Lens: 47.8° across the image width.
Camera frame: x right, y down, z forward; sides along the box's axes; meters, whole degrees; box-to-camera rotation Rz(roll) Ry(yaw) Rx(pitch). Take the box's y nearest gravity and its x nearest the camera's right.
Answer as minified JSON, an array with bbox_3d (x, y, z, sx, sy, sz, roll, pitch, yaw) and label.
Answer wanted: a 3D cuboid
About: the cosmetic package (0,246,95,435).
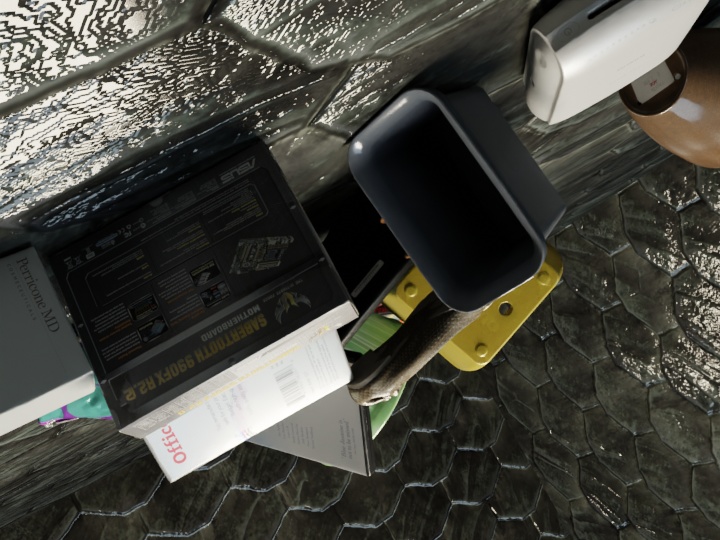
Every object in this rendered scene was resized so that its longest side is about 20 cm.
[{"bbox_3d":[-0.308,0.077,0.590,0.200,0.113,0.081,-28,172,-21],"label":"cosmetic package"}]

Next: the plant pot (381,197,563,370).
[{"bbox_3d":[0.124,0.002,0.963,0.200,0.200,0.176,-50,-173,4],"label":"plant pot"}]

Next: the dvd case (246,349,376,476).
[{"bbox_3d":[-0.077,0.140,0.896,0.199,0.143,0.018,8,-155,32],"label":"dvd case"}]

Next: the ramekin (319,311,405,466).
[{"bbox_3d":[-0.036,0.127,0.999,0.200,0.098,0.200,-46,-157,26],"label":"ramekin"}]

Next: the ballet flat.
[{"bbox_3d":[0.069,0.067,0.819,0.200,0.046,0.067,-40,-159,-17],"label":"ballet flat"}]

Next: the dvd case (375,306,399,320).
[{"bbox_3d":[0.003,0.103,1.178,0.199,0.022,0.146,-5,139,-40],"label":"dvd case"}]

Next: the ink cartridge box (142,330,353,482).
[{"bbox_3d":[-0.139,0.064,0.774,0.200,0.148,0.145,-27,-146,-15],"label":"ink cartridge box"}]

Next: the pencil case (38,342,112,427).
[{"bbox_3d":[-0.255,0.133,0.889,0.199,0.093,0.085,12,177,-25],"label":"pencil case"}]

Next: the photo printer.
[{"bbox_3d":[0.238,-0.223,0.772,0.166,0.070,0.200,-30,171,4],"label":"photo printer"}]

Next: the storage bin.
[{"bbox_3d":[0.102,-0.078,0.797,0.145,0.200,0.134,-36,178,39],"label":"storage bin"}]

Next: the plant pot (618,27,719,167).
[{"bbox_3d":[0.424,-0.235,1.052,0.199,0.188,0.187,0,154,-42],"label":"plant pot"}]

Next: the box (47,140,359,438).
[{"bbox_3d":[-0.124,0.013,0.643,0.200,0.159,0.048,-30,161,-1],"label":"box"}]

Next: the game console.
[{"bbox_3d":[0.000,0.000,0.951,0.200,0.176,0.116,-51,139,1],"label":"game console"}]
